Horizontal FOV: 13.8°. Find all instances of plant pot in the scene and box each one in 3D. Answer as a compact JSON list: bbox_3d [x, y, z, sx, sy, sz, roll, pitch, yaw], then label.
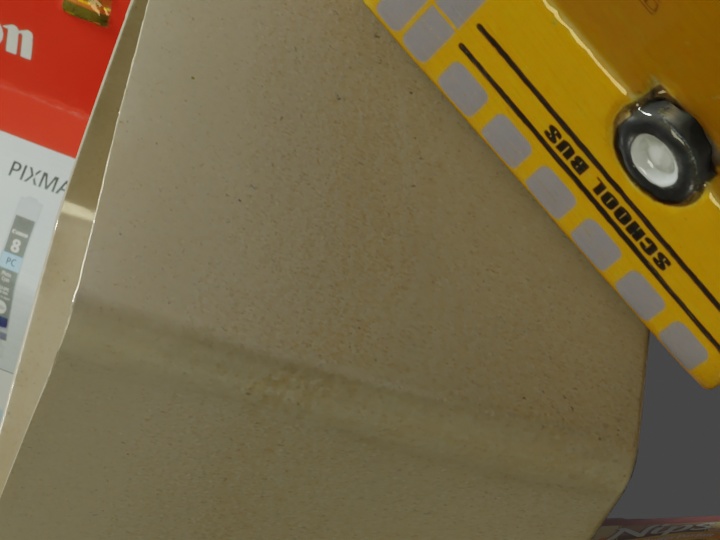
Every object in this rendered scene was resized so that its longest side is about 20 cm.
[{"bbox_3d":[-0.011,0.022,0.934,0.176,0.201,0.200,18,141,-8],"label":"plant pot"}]

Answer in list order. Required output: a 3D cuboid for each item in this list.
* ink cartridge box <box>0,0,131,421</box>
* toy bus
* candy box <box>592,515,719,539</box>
[{"bbox_3d":[-0.164,-0.041,1.091,0.159,0.047,0.201,21,123,16],"label":"ink cartridge box"},{"bbox_3d":[0.068,-0.067,0.871,0.200,0.065,0.078,49,147,3],"label":"toy bus"},{"bbox_3d":[0.138,0.188,1.045,0.115,0.055,0.201,-4,99,20],"label":"candy box"}]
